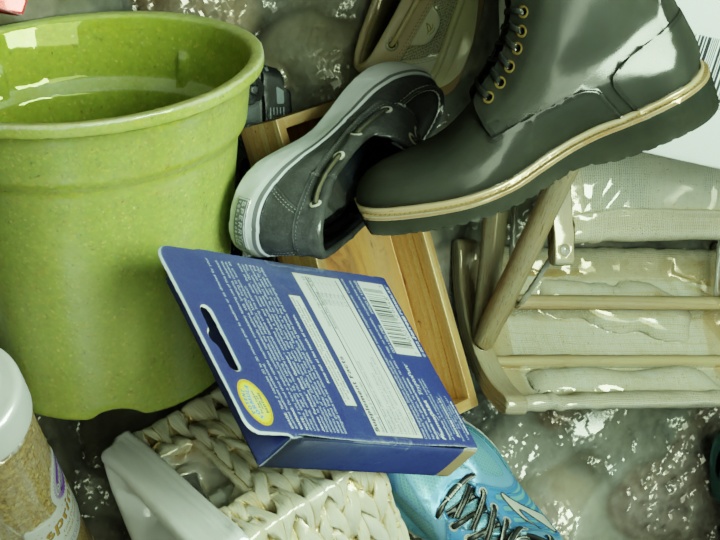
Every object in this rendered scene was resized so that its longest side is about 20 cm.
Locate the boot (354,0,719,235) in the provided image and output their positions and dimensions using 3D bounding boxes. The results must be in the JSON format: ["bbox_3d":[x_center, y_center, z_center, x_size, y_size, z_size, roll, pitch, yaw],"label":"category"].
[{"bbox_3d":[0.073,-0.113,1.303,0.199,0.077,0.139,-24,114,-4],"label":"boot"}]

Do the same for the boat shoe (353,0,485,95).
[{"bbox_3d":[0.046,-0.206,1.475,0.065,0.072,0.201,12,99,-24],"label":"boat shoe"}]

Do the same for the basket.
[{"bbox_3d":[-0.045,0.170,1.430,0.123,0.135,0.201,-32,130,-17],"label":"basket"}]

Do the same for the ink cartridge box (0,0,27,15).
[{"bbox_3d":[-0.205,-0.198,1.305,0.067,0.200,0.117,15,93,-22],"label":"ink cartridge box"}]

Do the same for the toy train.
[{"bbox_3d":[-0.057,-0.022,1.482,0.046,0.034,0.201,-7,100,-33],"label":"toy train"}]

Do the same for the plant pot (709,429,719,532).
[{"bbox_3d":[0.339,0.144,1.584,0.195,0.200,0.201,-16,103,-11],"label":"plant pot"}]

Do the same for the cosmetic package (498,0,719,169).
[{"bbox_3d":[0.187,-0.162,1.426,0.198,0.200,0.123,12,120,-6],"label":"cosmetic package"}]

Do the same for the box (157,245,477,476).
[{"bbox_3d":[-0.029,0.050,1.329,0.032,0.121,0.200,-41,152,25],"label":"box"}]

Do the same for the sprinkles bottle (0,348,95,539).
[{"bbox_3d":[-0.196,0.118,1.370,0.068,0.068,0.200,-33,148,-14],"label":"sprinkles bottle"}]

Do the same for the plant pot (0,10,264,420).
[{"bbox_3d":[-0.145,-0.026,1.374,0.200,0.200,0.185,-12,113,-19],"label":"plant pot"}]

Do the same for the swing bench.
[{"bbox_3d":[0.174,-0.023,1.516,0.198,0.130,0.201,1,119,-22],"label":"swing bench"}]

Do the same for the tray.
[{"bbox_3d":[0.000,0.000,1.470,0.098,0.037,0.201,-21,97,-44],"label":"tray"}]

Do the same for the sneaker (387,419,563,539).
[{"bbox_3d":[0.089,0.161,1.532,0.200,0.090,0.078,45,80,-16],"label":"sneaker"}]

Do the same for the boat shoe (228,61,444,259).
[{"bbox_3d":[0.005,-0.059,1.391,0.200,0.066,0.070,-36,134,-52],"label":"boat shoe"}]
